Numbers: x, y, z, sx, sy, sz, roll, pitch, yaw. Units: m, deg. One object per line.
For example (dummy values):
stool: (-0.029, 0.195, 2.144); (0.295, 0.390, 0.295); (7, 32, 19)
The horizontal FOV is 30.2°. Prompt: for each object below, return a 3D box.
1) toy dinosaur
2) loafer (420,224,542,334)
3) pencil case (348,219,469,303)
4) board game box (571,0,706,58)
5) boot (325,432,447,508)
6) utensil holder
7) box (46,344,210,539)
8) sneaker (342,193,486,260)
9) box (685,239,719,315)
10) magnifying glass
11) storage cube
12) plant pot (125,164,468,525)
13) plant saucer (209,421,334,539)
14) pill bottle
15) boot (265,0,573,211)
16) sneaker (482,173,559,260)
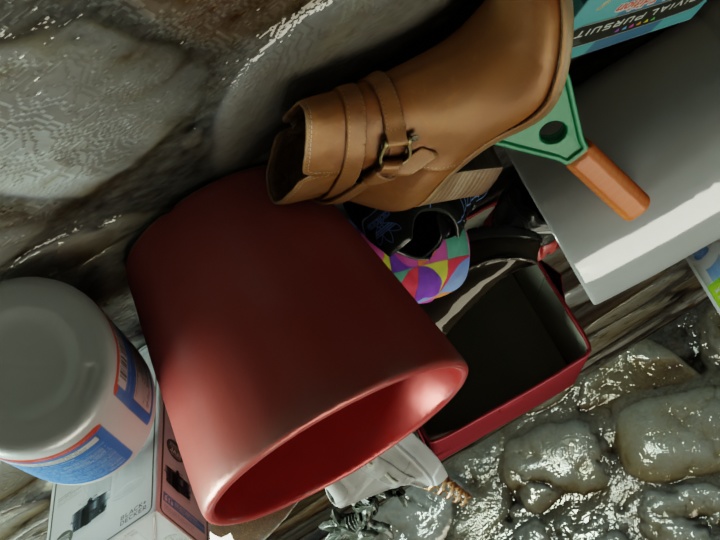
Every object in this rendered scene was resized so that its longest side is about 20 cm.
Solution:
toy dinosaur: (0.004, 0.195, 1.311); (0.102, 0.199, 0.137); (-31, 141, -36)
loafer: (0.075, 0.020, 1.165); (0.199, 0.072, 0.073); (-24, 160, 29)
pencil case: (0.000, 0.000, 1.052); (0.199, 0.089, 0.088); (-16, 159, -44)
board game box: (0.192, -0.212, 0.802); (0.150, 0.047, 0.200); (-22, 163, -30)
boot: (0.007, 0.170, 1.186); (0.096, 0.074, 0.200); (-43, 146, -2)
utensil holder: (0.232, -0.091, 1.055); (0.199, 0.171, 0.170); (-30, 166, 9)
box: (-0.175, 0.154, 1.017); (0.116, 0.201, 0.060); (-35, 122, 16)
sneaker: (0.051, -0.047, 1.008); (0.070, 0.078, 0.199); (-38, 163, 29)
box: (0.392, -0.062, 1.385); (0.101, 0.201, 0.113); (-22, 165, -25)
magnifying glass: (0.136, -0.094, 0.917); (0.079, 0.022, 0.200); (-37, 127, 22)
storage cube: (0.105, 0.066, 1.303); (0.199, 0.172, 0.180); (-29, 166, -4)
plant pot: (-0.055, 0.042, 0.881); (0.199, 0.178, 0.201); (-28, 162, -10)
plant saucer: (-0.090, 0.127, 1.030); (0.034, 0.201, 0.200); (33, 125, -27)
pill bottle: (-0.196, 0.082, 0.880); (0.112, 0.113, 0.200); (-28, 165, -7)
boot: (0.033, -0.106, 0.802); (0.153, 0.074, 0.201); (-5, 139, -26)
sneaker: (0.200, -0.081, 1.199); (0.200, 0.071, 0.098); (-31, 159, -15)
